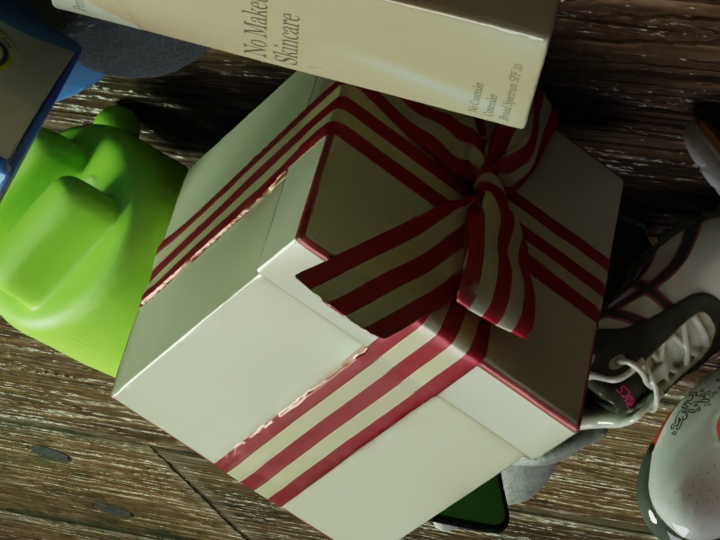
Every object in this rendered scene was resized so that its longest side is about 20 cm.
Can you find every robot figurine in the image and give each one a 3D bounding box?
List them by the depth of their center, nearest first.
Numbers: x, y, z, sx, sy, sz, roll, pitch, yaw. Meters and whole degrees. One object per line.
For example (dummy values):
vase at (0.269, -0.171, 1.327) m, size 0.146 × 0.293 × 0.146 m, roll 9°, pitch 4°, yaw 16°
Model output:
robot figurine at (-0.117, -0.002, 1.339) m, size 0.200 × 0.116 × 0.176 m, roll 30°, pitch -164°, yaw -47°

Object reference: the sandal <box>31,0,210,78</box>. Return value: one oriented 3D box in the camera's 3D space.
sandal at (-0.122, -0.144, 1.095) m, size 0.076 × 0.043 × 0.200 m, roll -20°, pitch 149°, yaw 20°

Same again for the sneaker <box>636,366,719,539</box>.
sneaker at (0.221, 0.052, 1.241) m, size 0.067 × 0.201 × 0.108 m, roll 49°, pitch 154°, yaw 6°

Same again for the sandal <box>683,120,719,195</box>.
sandal at (0.231, -0.006, 1.165) m, size 0.207 × 0.059 × 0.079 m, roll 50°, pitch -165°, yaw 13°

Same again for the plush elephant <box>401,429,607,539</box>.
plush elephant at (0.055, 0.076, 1.475) m, size 0.154 × 0.202 × 0.164 m, roll 5°, pitch 161°, yaw -32°

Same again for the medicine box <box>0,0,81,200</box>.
medicine box at (-0.248, -0.050, 1.103) m, size 0.181 × 0.103 × 0.200 m, roll 29°, pitch 129°, yaw -7°

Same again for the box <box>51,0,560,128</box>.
box at (-0.018, -0.129, 0.987) m, size 0.198 × 0.078 × 0.095 m, roll 14°, pitch 161°, yaw 3°

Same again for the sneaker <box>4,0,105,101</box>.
sneaker at (-0.211, -0.081, 1.207) m, size 0.198 × 0.079 × 0.066 m, roll -7°, pitch 137°, yaw -2°

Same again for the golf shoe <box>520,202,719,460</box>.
golf shoe at (0.150, 0.036, 1.280) m, size 0.199 × 0.088 × 0.077 m, roll -26°, pitch 123°, yaw 13°

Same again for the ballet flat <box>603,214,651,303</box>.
ballet flat at (0.057, -0.019, 1.325) m, size 0.198 × 0.069 × 0.068 m, roll 17°, pitch 162°, yaw -5°

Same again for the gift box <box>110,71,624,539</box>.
gift box at (0.000, 0.000, 1.178) m, size 0.199 × 0.186 × 0.186 m, roll 31°, pitch 135°, yaw -24°

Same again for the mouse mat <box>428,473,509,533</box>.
mouse mat at (0.002, 0.035, 1.305) m, size 0.160 × 0.201 × 0.008 m, roll 15°, pitch 140°, yaw -35°
